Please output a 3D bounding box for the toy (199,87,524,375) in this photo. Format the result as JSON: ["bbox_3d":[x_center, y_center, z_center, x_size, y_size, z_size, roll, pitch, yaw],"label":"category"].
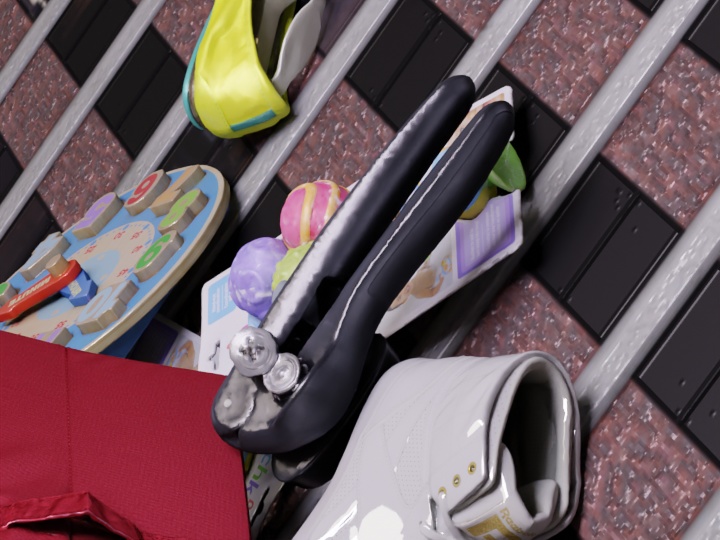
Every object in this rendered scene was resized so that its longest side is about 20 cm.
[{"bbox_3d":[-0.013,-0.011,1.404,0.199,0.047,0.115,-30,36,24],"label":"toy"}]

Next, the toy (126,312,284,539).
[{"bbox_3d":[-0.104,0.088,1.493,0.116,0.047,0.200,-62,29,-2],"label":"toy"}]

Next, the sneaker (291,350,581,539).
[{"bbox_3d":[0.026,0.121,1.241,0.115,0.074,0.201,-13,51,55],"label":"sneaker"}]

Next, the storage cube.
[{"bbox_3d":[-0.151,0.147,1.327,0.180,0.170,0.201,-100,26,-56],"label":"storage cube"}]

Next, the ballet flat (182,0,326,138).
[{"bbox_3d":[-0.047,-0.162,1.633,0.067,0.067,0.201,-7,58,29],"label":"ballet flat"}]

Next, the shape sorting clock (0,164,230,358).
[{"bbox_3d":[-0.155,0.008,1.603,0.200,0.039,0.200,-34,24,17],"label":"shape sorting clock"}]

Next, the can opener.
[{"bbox_3d":[0.000,0.000,1.320,0.063,0.079,0.201,28,89,28],"label":"can opener"}]
